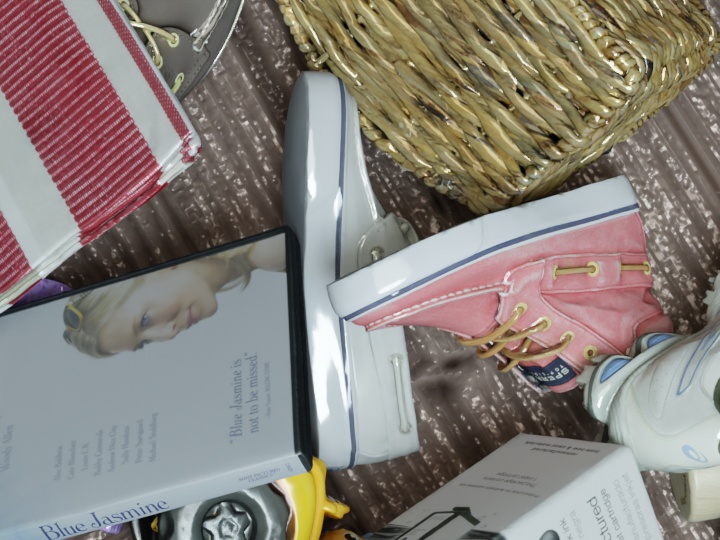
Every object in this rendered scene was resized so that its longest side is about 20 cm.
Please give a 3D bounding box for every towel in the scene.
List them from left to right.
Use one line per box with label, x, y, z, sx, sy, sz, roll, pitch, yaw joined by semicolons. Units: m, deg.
towel;-0.184;-0.053;0.993;0.200;0.023;0.144;-37;65;9

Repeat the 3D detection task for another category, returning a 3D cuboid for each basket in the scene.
basket;0.062;-0.137;1.041;0.143;0.149;0.200;-43;84;30

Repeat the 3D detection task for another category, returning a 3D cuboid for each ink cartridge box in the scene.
ink cartridge box;0.052;0.185;0.919;0.200;0.084;0.146;-31;108;-32

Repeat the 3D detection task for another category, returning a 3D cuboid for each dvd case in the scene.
dvd case;-0.120;0.059;0.951;0.199;0.018;0.143;-17;46;12

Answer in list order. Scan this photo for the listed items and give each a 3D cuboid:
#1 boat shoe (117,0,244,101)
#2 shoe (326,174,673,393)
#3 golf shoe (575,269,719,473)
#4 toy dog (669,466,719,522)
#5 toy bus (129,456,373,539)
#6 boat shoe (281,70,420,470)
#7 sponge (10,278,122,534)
boat shoe;-0.121;-0.102;1.025;0.072;0.060;0.200;38;93;-6
shoe;0.075;0.019;0.979;0.200;0.071;0.091;-18;87;-43
golf shoe;0.201;0.038;0.979;0.200;0.097;0.078;-39;117;-28
toy dog;0.215;0.158;0.988;0.132;0.096;0.200;-28;84;-2
toy bus;-0.033;0.185;0.979;0.191;0.136;0.201;22;81;-10
boat shoe;0.000;0.000;1.010;0.065;0.072;0.201;-5;96;-12
sponge;-0.198;0.050;1.038;0.199;0.030;0.112;19;83;4
